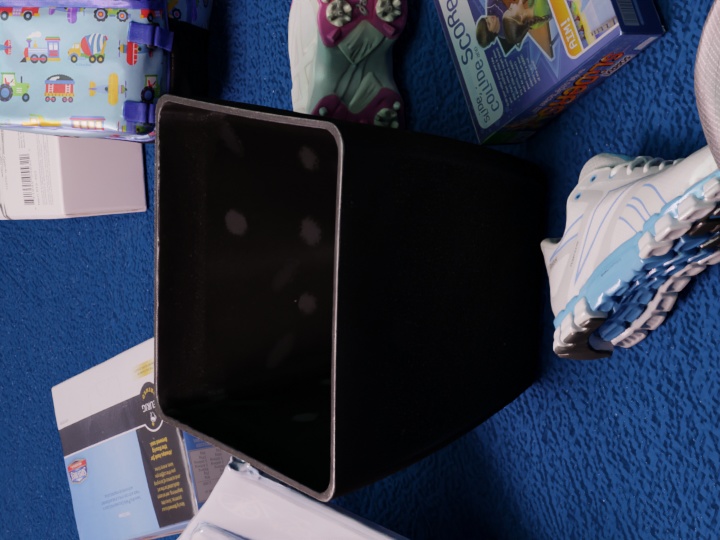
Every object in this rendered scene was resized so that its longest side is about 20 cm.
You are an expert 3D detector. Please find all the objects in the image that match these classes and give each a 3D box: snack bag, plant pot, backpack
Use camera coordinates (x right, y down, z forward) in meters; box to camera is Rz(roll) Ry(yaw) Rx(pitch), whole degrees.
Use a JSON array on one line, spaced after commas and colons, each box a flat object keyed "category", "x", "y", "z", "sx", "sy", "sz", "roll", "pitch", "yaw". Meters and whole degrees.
[{"category": "snack bag", "x": -0.022, "y": 0.196, "z": 1.009, "sx": 0.022, "sy": 0.187, "sz": 0.200, "roll": -67, "pitch": 6, "yaw": -33}, {"category": "plant pot", "x": 0.000, "y": 0.000, "z": 0.949, "sx": 0.199, "sy": 0.176, "sz": 0.202, "roll": 16, "pitch": 108, "yaw": 52}, {"category": "backpack", "x": -0.202, "y": -0.202, "z": 1.208, "sx": 0.181, "sy": 0.134, "sz": 0.202, "roll": 9, "pitch": 97, "yaw": 14}]

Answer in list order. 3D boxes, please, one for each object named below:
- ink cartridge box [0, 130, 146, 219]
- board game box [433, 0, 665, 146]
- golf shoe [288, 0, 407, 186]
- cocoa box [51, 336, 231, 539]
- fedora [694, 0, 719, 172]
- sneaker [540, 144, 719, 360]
[{"category": "ink cartridge box", "x": -0.273, "y": -0.119, "z": 1.399, "sx": 0.199, "sy": 0.084, "sz": 0.146, "roll": 2, "pitch": 96, "yaw": 54}, {"category": "board game box", "x": 0.088, "y": -0.191, "z": 0.916, "sx": 0.135, "sy": 0.034, "sz": 0.202, "roll": -36, "pitch": 65, "yaw": 51}, {"category": "golf shoe", "x": -0.014, "y": -0.127, "z": 1.056, "sx": 0.092, "sy": 0.075, "sz": 0.202, "roll": -137, "pitch": 52, "yaw": -63}, {"category": "cocoa box", "x": -0.123, "y": 0.123, "z": 1.179, "sx": 0.199, "sy": 0.132, "sz": 0.133, "roll": -25, "pitch": 76, "yaw": 53}, {"category": "fedora", "x": 0.245, "y": -0.065, "z": 0.665, "sx": 0.200, "sy": 0.090, "sz": 0.178, "roll": 50, "pitch": 135, "yaw": 30}, {"category": "sneaker", "x": 0.149, "y": -0.035, "z": 0.826, "sx": 0.200, "sy": 0.074, "sz": 0.087, "roll": -47, "pitch": 52, "yaw": 47}]
